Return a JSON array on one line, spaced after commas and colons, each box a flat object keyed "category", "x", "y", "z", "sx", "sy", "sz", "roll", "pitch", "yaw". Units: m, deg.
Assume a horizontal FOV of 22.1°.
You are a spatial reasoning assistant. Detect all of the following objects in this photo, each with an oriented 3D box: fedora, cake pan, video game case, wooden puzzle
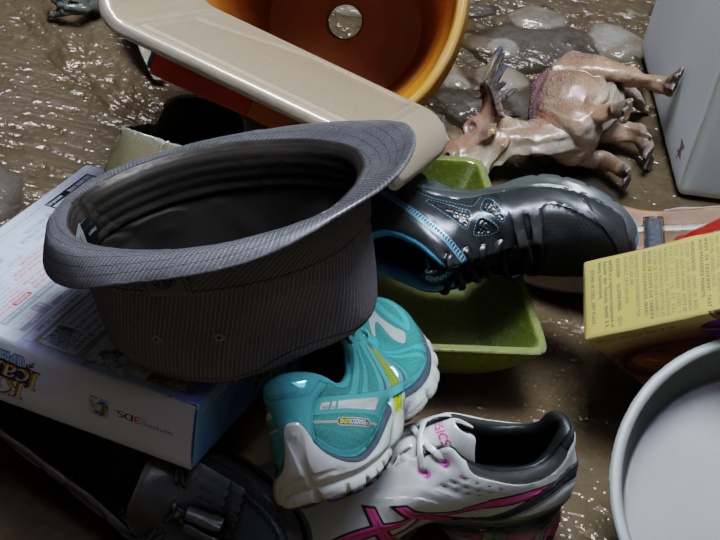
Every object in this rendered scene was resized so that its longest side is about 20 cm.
[{"category": "fedora", "x": -0.060, "y": -0.004, "z": 0.935, "sx": 0.199, "sy": 0.091, "sz": 0.177, "roll": -9, "pitch": 23, "yaw": 12}, {"category": "cake pan", "x": 0.236, "y": 0.134, "z": 1.044, "sx": 0.199, "sy": 0.037, "sz": 0.201, "roll": 2, "pitch": 63, "yaw": -3}, {"category": "video game case", "x": -0.127, "y": 0.019, "z": 1.033, "sx": 0.180, "sy": 0.046, "sz": 0.200, "roll": 17, "pitch": 31, "yaw": 18}, {"category": "wooden puzzle", "x": -0.048, "y": -0.110, "z": 1.092, "sx": 0.199, "sy": 0.037, "sz": 0.185, "roll": 31, "pitch": 15, "yaw": 5}]

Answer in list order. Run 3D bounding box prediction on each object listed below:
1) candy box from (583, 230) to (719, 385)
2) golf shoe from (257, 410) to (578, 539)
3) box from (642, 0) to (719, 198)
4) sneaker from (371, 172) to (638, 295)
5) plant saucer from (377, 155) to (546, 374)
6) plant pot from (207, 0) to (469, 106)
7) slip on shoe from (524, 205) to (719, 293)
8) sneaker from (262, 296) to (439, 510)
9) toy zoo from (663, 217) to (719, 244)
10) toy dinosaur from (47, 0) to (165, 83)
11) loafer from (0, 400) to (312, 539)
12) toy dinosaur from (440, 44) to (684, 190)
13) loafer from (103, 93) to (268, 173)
[{"category": "candy box", "x": 0.247, "y": 0.018, "z": 1.100, "sx": 0.199, "sy": 0.117, "sz": 0.057, "roll": -13, "pitch": 61, "yaw": 30}, {"category": "golf shoe", "x": 0.024, "y": 0.110, "z": 1.021, "sx": 0.199, "sy": 0.092, "sz": 0.073, "roll": -3, "pitch": 42, "yaw": -19}, {"category": "box", "x": 0.327, "y": -0.181, "z": 1.385, "sx": 0.170, "sy": 0.201, "sz": 0.200, "roll": 6, "pitch": 40, "yaw": -7}, {"category": "sneaker", "x": 0.071, "y": -0.014, "z": 1.136, "sx": 0.199, "sy": 0.074, "sz": 0.082, "roll": 5, "pitch": 44, "yaw": 4}, {"category": "plant saucer", "x": 0.000, "y": 0.000, "z": 1.183, "sx": 0.198, "sy": 0.048, "sz": 0.201, "roll": 3, "pitch": 39, "yaw": -14}, {"category": "plant pot", "x": -0.021, "y": -0.180, "z": 1.272, "sx": 0.199, "sy": 0.201, "sz": 0.183, "roll": 19, "pitch": 2, "yaw": 6}, {"category": "slip on shoe", "x": 0.181, "y": -0.010, "z": 1.248, "sx": 0.199, "sy": 0.061, "sz": 0.076, "roll": -1, "pitch": 56, "yaw": 10}, {"category": "sneaker", "x": -0.007, "y": 0.052, "z": 0.992, "sx": 0.077, "sy": 0.080, "sz": 0.200, "roll": -13, "pitch": 17, "yaw": 14}, {"category": "toy zoo", "x": 0.248, "y": 0.003, "z": 1.159, "sx": 0.131, "sy": 0.200, "sz": 0.021, "roll": 19, "pitch": 60, "yaw": -33}, {"category": "toy dinosaur", "x": -0.189, "y": -0.218, "z": 1.398, "sx": 0.088, "sy": 0.048, "sz": 0.201, "roll": 10, "pitch": 41, "yaw": -16}, {"category": "loafer", "x": -0.119, "y": 0.115, "z": 0.977, "sx": 0.199, "sy": 0.072, "sz": 0.063, "roll": 26, "pitch": 9, "yaw": 27}, {"category": "toy dinosaur", "x": 0.152, "y": -0.125, "z": 1.362, "sx": 0.135, "sy": 0.086, "sz": 0.200, "roll": 23, "pitch": 33, "yaw": 22}, {"category": "loafer", "x": -0.079, "y": -0.070, "z": 1.085, "sx": 0.076, "sy": 0.068, "sz": 0.200, "roll": 20, "pitch": 28, "yaw": 22}]
